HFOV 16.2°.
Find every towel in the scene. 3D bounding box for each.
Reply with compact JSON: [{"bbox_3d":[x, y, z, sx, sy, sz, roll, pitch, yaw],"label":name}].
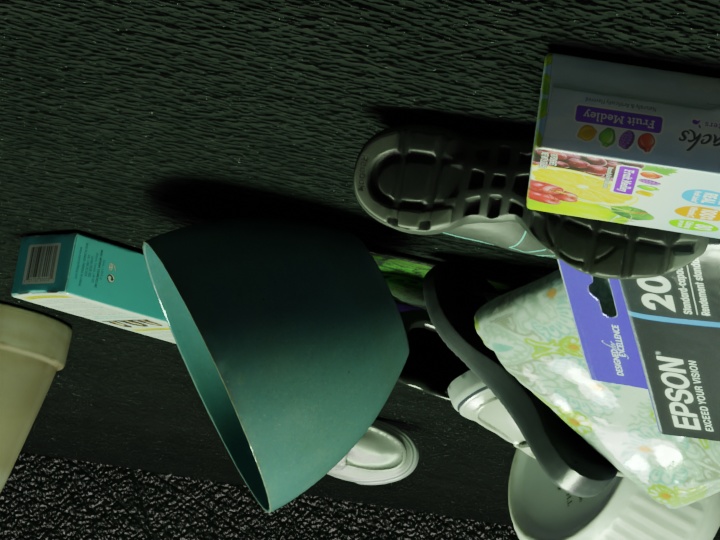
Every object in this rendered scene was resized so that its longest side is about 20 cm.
[{"bbox_3d":[0.193,0.067,1.637,0.200,0.048,0.171,42,138,-18],"label":"towel"}]

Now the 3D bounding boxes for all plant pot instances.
[{"bbox_3d":[-0.046,0.045,1.717,0.134,0.201,0.200,-25,174,-9],"label":"plant pot"},{"bbox_3d":[-0.387,0.122,2.416,0.198,0.175,0.200,10,171,2],"label":"plant pot"}]

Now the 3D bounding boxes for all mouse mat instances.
[{"bbox_3d":[0.000,0.000,1.857,0.198,0.008,0.161,14,169,-16],"label":"mouse mat"}]

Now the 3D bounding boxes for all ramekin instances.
[{"bbox_3d":[0.207,0.170,2.088,0.094,0.204,0.202,28,161,-30],"label":"ramekin"}]

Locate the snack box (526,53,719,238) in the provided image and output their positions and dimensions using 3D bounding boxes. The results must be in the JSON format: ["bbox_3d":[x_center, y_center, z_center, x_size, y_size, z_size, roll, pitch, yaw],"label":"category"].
[{"bbox_3d":[0.185,-0.053,1.265,0.198,0.053,0.142,9,171,3],"label":"snack box"}]

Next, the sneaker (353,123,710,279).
[{"bbox_3d":[0.098,-0.044,1.394,0.198,0.076,0.079,13,-175,15],"label":"sneaker"}]

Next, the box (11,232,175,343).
[{"bbox_3d":[-0.168,0.020,1.996,0.199,0.050,0.082,18,167,-38],"label":"box"}]

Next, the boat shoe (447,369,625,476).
[{"bbox_3d":[0.145,0.113,1.834,0.072,0.066,0.199,-35,145,30],"label":"boat shoe"}]

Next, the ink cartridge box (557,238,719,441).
[{"bbox_3d":[0.209,0.031,1.507,0.198,0.044,0.199,6,142,23],"label":"ink cartridge box"}]

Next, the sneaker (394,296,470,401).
[{"bbox_3d":[0.081,0.069,1.873,0.199,0.070,0.099,10,-171,-30],"label":"sneaker"}]

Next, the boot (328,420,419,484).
[{"bbox_3d":[-0.040,0.183,2.694,0.198,0.074,0.096,9,177,10],"label":"boot"}]

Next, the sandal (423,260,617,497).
[{"bbox_3d":[0.117,0.065,1.737,0.076,0.201,0.043,-5,140,-48],"label":"sandal"}]
